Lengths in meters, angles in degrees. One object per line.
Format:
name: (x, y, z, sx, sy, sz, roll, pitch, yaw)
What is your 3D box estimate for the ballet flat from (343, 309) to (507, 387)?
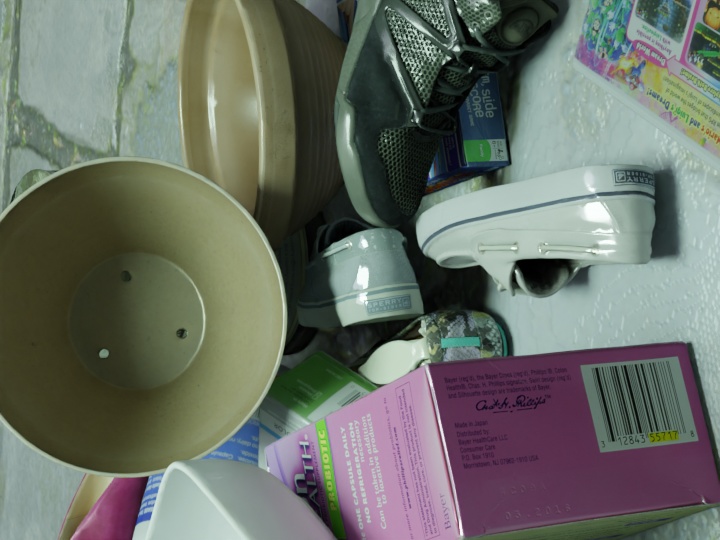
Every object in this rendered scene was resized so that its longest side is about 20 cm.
ballet flat: (0.020, 0.072, 1.334, 0.200, 0.072, 0.072, -36, 62, 55)

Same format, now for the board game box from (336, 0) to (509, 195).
board game box: (0.035, -0.153, 1.320, 0.135, 0.034, 0.200, -16, 79, 59)

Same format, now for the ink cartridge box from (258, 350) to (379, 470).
ink cartridge box: (-0.013, 0.163, 1.332, 0.104, 0.059, 0.200, 31, 137, 28)

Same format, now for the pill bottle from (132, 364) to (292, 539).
pill bottle: (-0.100, 0.170, 1.435, 0.112, 0.112, 0.200, -28, 43, 57)

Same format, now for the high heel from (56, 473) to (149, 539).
high heel: (-0.195, 0.128, 1.533, 0.067, 0.096, 0.200, 3, 94, 60)

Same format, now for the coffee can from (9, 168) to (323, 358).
coffee can: (-0.145, -0.004, 1.478, 0.146, 0.200, 0.146, 7, 98, 59)

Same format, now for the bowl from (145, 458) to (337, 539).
bowl: (-0.045, 0.219, 1.118, 0.200, 0.075, 0.200, 49, 138, 37)

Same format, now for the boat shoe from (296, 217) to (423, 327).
boat shoe: (-0.001, 0.000, 1.330, 0.201, 0.070, 0.072, 170, 94, -78)

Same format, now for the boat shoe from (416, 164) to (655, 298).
boat shoe: (0.103, -0.015, 1.190, 0.200, 0.072, 0.066, -13, 77, 51)

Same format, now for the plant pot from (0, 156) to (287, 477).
plant pot: (-0.149, 0.031, 1.303, 0.134, 0.200, 0.200, 141, 125, -86)

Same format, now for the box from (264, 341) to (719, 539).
box: (0.071, 0.117, 1.144, 0.200, 0.176, 0.097, -34, 64, 56)

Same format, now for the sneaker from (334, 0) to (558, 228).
sneaker: (0.051, -0.122, 1.212, 0.114, 0.076, 0.200, 10, 88, 35)

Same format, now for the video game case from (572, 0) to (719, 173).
video game case: (0.195, -0.153, 1.061, 0.200, 0.024, 0.182, 44, 130, 48)

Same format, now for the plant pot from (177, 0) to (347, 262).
plant pot: (-0.056, -0.109, 1.362, 0.201, 0.093, 0.201, 174, 90, -70)
